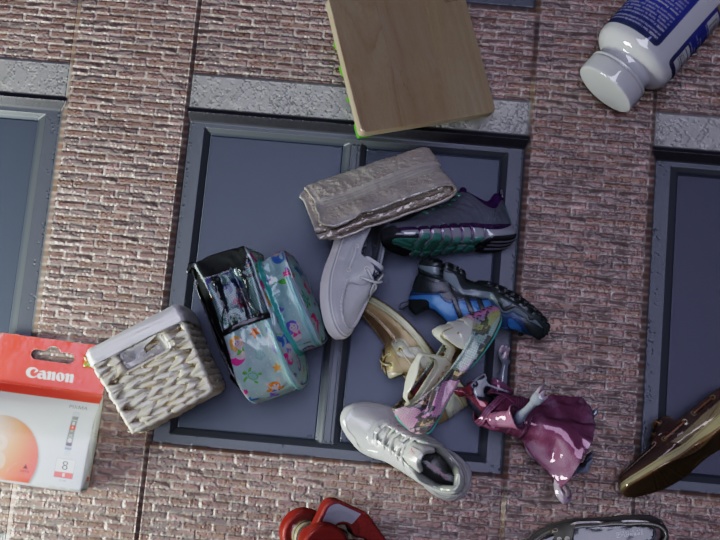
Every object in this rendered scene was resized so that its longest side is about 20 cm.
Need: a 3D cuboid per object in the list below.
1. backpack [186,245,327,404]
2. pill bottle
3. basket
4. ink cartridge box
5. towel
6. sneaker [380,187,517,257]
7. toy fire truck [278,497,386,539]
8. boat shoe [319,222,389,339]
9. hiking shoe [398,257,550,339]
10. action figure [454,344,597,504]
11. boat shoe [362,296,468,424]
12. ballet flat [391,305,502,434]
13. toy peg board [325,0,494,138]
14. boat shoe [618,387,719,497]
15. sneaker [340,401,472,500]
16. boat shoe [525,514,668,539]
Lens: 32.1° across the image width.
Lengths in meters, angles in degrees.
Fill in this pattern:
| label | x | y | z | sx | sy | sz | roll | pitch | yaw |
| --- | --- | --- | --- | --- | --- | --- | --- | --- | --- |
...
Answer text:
| label | x | y | z | sx | sy | sz | roll | pitch | yaw |
| --- | --- | --- | --- | --- | --- | --- | --- | --- | --- |
| backpack | -0.127 | 0.071 | 1.654 | 0.150 | 0.178 | 0.200 | -15 | 84 | 3 |
| pill bottle | 0.403 | -0.323 | 1.739 | 0.120 | 0.120 | 0.200 | 41 | 83 | 7 |
| basket | -0.259 | 0.131 | 1.637 | 0.135 | 0.200 | 0.124 | -28 | 87 | -3 |
| ink cartridge box | -0.435 | 0.191 | 1.701 | 0.162 | 0.050 | 0.200 | 7 | 84 | 2 |
| towel | 0.021 | -0.108 | 1.713 | 0.200 | 0.133 | 0.035 | -20 | 123 | -4 |
| sneaker | 0.114 | -0.070 | 1.717 | 0.200 | 0.074 | 0.088 | -1 | 68 | -24 |
| toy fire truck | -0.035 | 0.409 | 1.639 | 0.168 | 0.112 | 0.200 | 29 | 82 | -19 |
| boat shoe | 0.000 | 0.000 | 1.689 | 0.068 | 0.072 | 0.200 | -10 | 47 | 34 |
| hiking shoe | 0.160 | 0.056 | 1.712 | 0.200 | 0.074 | 0.087 | 25 | 99 | 9 |
| action figure | 0.212 | 0.197 | 1.666 | 0.200 | 0.134 | 0.149 | 18 | 108 | -6 |
| boat shoe | 0.063 | 0.122 | 1.692 | 0.066 | 0.074 | 0.200 | -42 | 82 | -11 |
| ballet flat | 0.109 | 0.118 | 1.630 | 0.071 | 0.069 | 0.200 | 37 | 83 | -21 |
| toy peg board | 0.060 | -0.287 | 1.765 | 0.199 | 0.098 | 0.200 | -11 | 80 | -17 |
| boat shoe | 0.423 | 0.227 | 1.679 | 0.200 | 0.072 | 0.072 | -37 | 51 | 5 |
| sneaker | 0.063 | 0.232 | 1.659 | 0.200 | 0.099 | 0.078 | 29 | 82 | 6 |
| boat shoe | 0.309 | 0.358 | 1.655 | 0.200 | 0.057 | 0.067 | -10 | 80 | -1 |
